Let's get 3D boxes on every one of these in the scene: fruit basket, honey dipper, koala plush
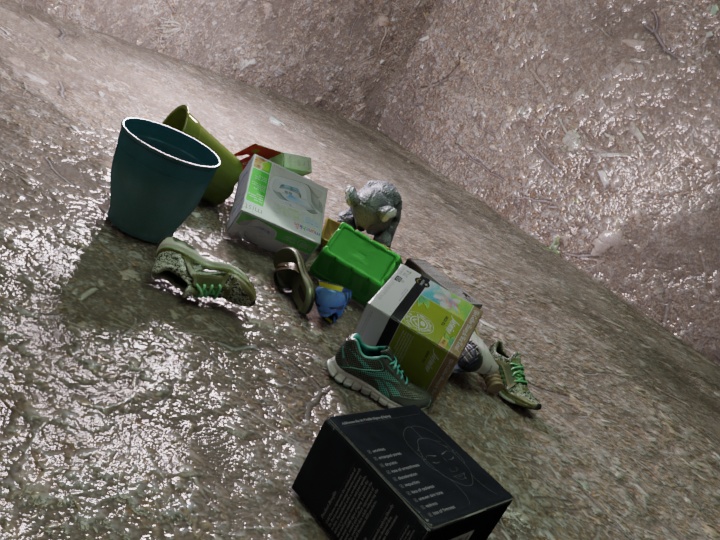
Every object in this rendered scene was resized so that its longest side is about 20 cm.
[{"bbox_3d":[0.000,0.000,1.750,0.214,0.156,0.217,28,-26,15],"label":"fruit basket"},{"bbox_3d":[0.265,0.175,1.654,0.038,0.038,0.202,17,40,-30],"label":"honey dipper"},{"bbox_3d":[0.029,-0.169,2.059,0.176,0.186,0.200,29,2,10],"label":"koala plush"}]

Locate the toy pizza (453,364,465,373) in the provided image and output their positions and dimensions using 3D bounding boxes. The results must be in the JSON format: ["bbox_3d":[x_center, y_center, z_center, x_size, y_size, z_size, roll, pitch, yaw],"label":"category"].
[{"bbox_3d":[0.147,0.165,1.620,0.198,0.032,0.201,24,19,-9],"label":"toy pizza"}]

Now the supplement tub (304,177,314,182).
[{"bbox_3d":[-0.155,-0.168,1.950,0.121,0.124,0.200,23,18,-12],"label":"supplement tub"}]

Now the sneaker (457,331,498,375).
[{"bbox_3d":[0.224,0.157,1.613,0.087,0.075,0.201,28,22,-34],"label":"sneaker"}]

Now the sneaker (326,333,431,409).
[{"bbox_3d":[0.043,0.179,1.326,0.198,0.092,0.078,25,18,-8],"label":"sneaker"}]

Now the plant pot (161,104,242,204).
[{"bbox_3d":[-0.385,-0.253,1.783,0.189,0.201,0.200,30,13,-34],"label":"plant pot"}]

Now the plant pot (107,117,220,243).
[{"bbox_3d":[-0.400,-0.167,1.473,0.198,0.190,0.200,25,18,-9],"label":"plant pot"}]

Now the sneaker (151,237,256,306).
[{"bbox_3d":[-0.281,0.026,1.330,0.198,0.077,0.089,26,45,-6],"label":"sneaker"}]

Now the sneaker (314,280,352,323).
[{"bbox_3d":[-0.060,0.067,1.561,0.065,0.080,0.200,11,-2,6],"label":"sneaker"}]

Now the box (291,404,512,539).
[{"bbox_3d":[0.055,0.288,0.984,0.199,0.125,0.196,5,30,-50],"label":"box"}]

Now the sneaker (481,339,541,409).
[{"bbox_3d":[0.326,0.221,1.632,0.076,0.089,0.200,12,24,-40],"label":"sneaker"}]

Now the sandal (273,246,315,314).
[{"bbox_3d":[-0.145,0.014,1.544,0.057,0.081,0.201,2,28,-25],"label":"sandal"}]

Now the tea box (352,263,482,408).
[{"bbox_3d":[0.106,0.120,1.457,0.195,0.135,0.200,30,31,8],"label":"tea box"}]

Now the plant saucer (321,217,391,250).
[{"bbox_3d":[-0.016,-0.051,1.953,0.198,0.049,0.200,27,17,-7],"label":"plant saucer"}]

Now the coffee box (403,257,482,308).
[{"bbox_3d":[0.173,0.071,1.786,0.079,0.114,0.200,5,27,-50],"label":"coffee box"}]

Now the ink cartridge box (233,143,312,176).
[{"bbox_3d":[-0.249,-0.254,1.899,0.175,0.045,0.198,6,-14,-43],"label":"ink cartridge box"}]

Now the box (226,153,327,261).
[{"bbox_3d":[-0.189,-0.138,1.736,0.198,0.097,0.178,24,48,-20],"label":"box"}]
